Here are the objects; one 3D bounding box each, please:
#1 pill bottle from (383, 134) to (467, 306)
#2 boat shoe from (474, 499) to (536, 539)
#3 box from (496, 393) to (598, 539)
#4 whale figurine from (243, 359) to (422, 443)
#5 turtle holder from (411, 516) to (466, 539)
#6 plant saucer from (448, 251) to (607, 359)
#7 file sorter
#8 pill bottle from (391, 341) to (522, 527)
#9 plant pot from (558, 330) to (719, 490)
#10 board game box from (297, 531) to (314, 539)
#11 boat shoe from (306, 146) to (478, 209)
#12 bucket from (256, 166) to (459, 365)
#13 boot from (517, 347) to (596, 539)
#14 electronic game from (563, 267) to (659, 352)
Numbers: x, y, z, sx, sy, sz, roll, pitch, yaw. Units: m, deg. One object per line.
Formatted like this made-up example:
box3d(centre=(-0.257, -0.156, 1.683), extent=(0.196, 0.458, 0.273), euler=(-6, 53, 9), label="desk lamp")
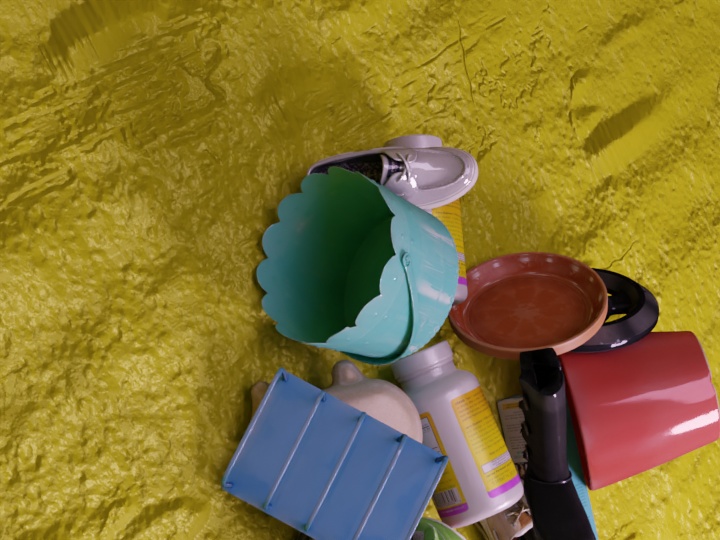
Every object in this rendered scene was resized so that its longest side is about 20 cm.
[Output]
box3d(centre=(0.071, -0.057, 1.437), extent=(0.104, 0.104, 0.202), euler=(4, 78, -39), label="pill bottle")
box3d(centre=(0.186, 0.311, 1.470), extent=(0.074, 0.068, 0.202), euler=(-27, 97, -40), label="boat shoe")
box3d(centre=(0.239, 0.256, 1.520), extent=(0.049, 0.082, 0.202), euler=(-10, 87, -41), label="box")
box3d(centre=(-0.033, 0.179, 1.316), extent=(0.198, 0.104, 0.161), euler=(11, 75, -12), label="whale figurine")
box3d(centre=(0.076, 0.369, 1.316), extent=(0.131, 0.140, 0.187), euler=(27, 36, -54), label="turtle holder")
box3d(centre=(0.207, 0.046, 1.480), extent=(0.200, 0.199, 0.033), euler=(-43, 135, -37), label="plant saucer")
box3d(centre=(-0.026, 0.203, 1.194), extent=(0.199, 0.123, 0.140), euler=(27, 80, 3), label="file sorter")
box3d(centre=(0.107, 0.189, 1.393), extent=(0.104, 0.104, 0.202), euler=(-19, 84, -41), label="pill bottle")
box3d(centre=(0.354, 0.166, 1.520), extent=(0.176, 0.200, 0.202), euler=(-12, 90, 4), label="plant pot")
box3d(centre=(-0.033, 0.376, 1.233), extent=(0.028, 0.134, 0.201), euler=(64, 40, -53), label="board game box")
box3d(centre=(0.034, -0.112, 1.363), extent=(0.069, 0.198, 0.073), euler=(42, 50, -76), label="boat shoe")
box3d(centre=(0.000, 0.000, 1.305), extent=(0.134, 0.206, 0.209), euler=(21, 67, -43), label="bucket")
box3d(centre=(0.226, 0.212, 1.369), extent=(0.065, 0.165, 0.202), euler=(-10, 120, -12), label="boot")
box3d(centre=(0.285, 0.050, 1.540), extent=(0.199, 0.199, 0.042), euler=(-30, 127, -40), label="electronic game")
